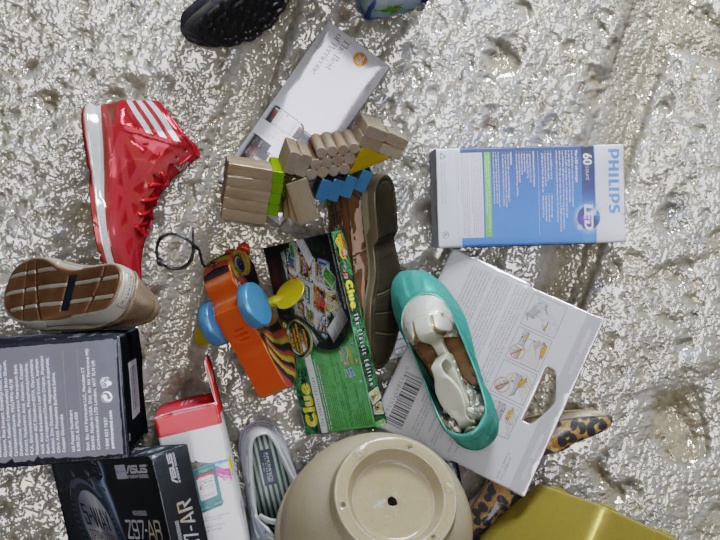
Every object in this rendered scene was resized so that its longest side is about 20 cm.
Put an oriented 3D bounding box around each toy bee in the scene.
[{"bbox_3d":[-0.118,0.022,1.478,0.129,0.109,0.202,-3,119,14],"label":"toy bee"}]

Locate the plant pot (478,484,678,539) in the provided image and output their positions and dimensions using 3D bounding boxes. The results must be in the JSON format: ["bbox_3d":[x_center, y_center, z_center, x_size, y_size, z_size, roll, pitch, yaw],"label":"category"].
[{"bbox_3d":[0.216,0.332,1.440,0.194,0.194,0.202,27,81,-27],"label":"plant pot"}]

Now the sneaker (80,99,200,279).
[{"bbox_3d":[-0.216,-0.079,1.479,0.114,0.078,0.203,-9,93,-3],"label":"sneaker"}]

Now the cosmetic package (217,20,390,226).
[{"bbox_3d":[-0.058,-0.151,1.502,0.082,0.051,0.201,34,88,-5],"label":"cosmetic package"}]

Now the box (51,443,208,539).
[{"bbox_3d":[-0.223,0.257,1.429,0.043,0.199,0.162,-14,93,-41],"label":"box"}]

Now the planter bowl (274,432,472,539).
[{"bbox_3d":[0.022,0.241,1.401,0.198,0.135,0.202,5,62,-9],"label":"planter bowl"}]

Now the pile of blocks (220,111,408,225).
[{"bbox_3d":[-0.050,-0.101,1.454,0.198,0.062,0.083,-16,114,-3],"label":"pile of blocks"}]

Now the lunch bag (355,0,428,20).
[{"bbox_3d":[0.020,-0.357,1.450,0.081,0.161,0.202,-13,91,-4],"label":"lunch bag"}]

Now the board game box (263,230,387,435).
[{"bbox_3d":[-0.037,0.066,1.488,0.104,0.023,0.202,-11,93,40],"label":"board game box"}]

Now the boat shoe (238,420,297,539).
[{"bbox_3d":[-0.086,0.256,1.496,0.073,0.067,0.202,-20,92,-3],"label":"boat shoe"}]

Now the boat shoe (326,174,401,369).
[{"bbox_3d":[0.000,0.000,1.505,0.067,0.072,0.203,2,93,27],"label":"boat shoe"}]

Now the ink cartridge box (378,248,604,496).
[{"bbox_3d":[0.132,0.105,1.489,0.175,0.045,0.202,25,85,13],"label":"ink cartridge box"}]

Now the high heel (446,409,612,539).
[{"bbox_3d":[0.179,0.227,1.509,0.198,0.071,0.144,-16,85,13],"label":"high heel"}]

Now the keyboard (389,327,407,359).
[{"bbox_3d":[0.062,0.056,1.533,0.198,0.011,0.057,-15,92,-4],"label":"keyboard"}]

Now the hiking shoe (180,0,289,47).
[{"bbox_3d":[-0.109,-0.313,1.493,0.199,0.076,0.101,-35,54,12],"label":"hiking shoe"}]

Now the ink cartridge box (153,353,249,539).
[{"bbox_3d":[-0.162,0.192,1.465,0.066,0.116,0.202,-13,91,-5],"label":"ink cartridge box"}]

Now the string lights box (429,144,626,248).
[{"bbox_3d":[0.174,-0.077,1.516,0.197,0.059,0.104,-1,91,-4],"label":"string lights box"}]

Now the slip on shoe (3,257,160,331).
[{"bbox_3d":[-0.280,0.027,1.444,0.060,0.198,0.077,29,65,-44],"label":"slip on shoe"}]

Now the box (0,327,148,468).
[{"bbox_3d":[-0.317,0.122,1.413,0.197,0.197,0.119,-5,90,-4],"label":"box"}]

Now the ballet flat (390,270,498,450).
[{"bbox_3d":[0.082,0.083,1.443,0.067,0.070,0.202,-26,75,8],"label":"ballet flat"}]
